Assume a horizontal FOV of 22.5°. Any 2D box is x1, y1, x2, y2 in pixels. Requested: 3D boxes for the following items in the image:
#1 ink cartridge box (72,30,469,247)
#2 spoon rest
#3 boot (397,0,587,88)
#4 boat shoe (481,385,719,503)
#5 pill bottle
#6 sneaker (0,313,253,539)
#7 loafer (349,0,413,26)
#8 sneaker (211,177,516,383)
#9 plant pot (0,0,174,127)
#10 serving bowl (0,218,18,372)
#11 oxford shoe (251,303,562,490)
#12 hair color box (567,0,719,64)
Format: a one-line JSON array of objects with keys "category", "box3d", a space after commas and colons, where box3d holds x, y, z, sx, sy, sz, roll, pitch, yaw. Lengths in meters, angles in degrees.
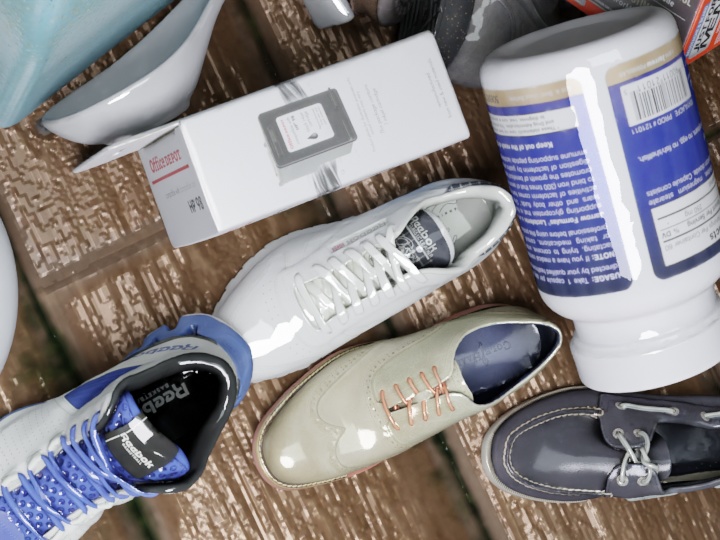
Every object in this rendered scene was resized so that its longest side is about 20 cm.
[{"category": "ink cartridge box", "box3d": [-0.053, -0.066, 1.035, 0.199, 0.116, 0.067, -22, 93, -18]}, {"category": "spoon rest", "box3d": [-0.098, -0.130, 1.044, 0.200, 0.099, 0.061, -32, 106, -29]}, {"category": "boot", "box3d": [0.105, -0.195, 1.134, 0.131, 0.070, 0.201, 18, 84, -24]}, {"category": "boat shoe", "box3d": [0.174, 0.106, 1.123, 0.199, 0.063, 0.073, -1, 86, -19]}, {"category": "pill bottle", "box3d": [0.146, -0.040, 1.036, 0.115, 0.116, 0.201, -21, 105, -19]}, {"category": "sneaker", "box3d": [-0.143, 0.097, 0.978, 0.199, 0.115, 0.081, -37, 97, -3]}, {"category": "loafer", "box3d": [0.000, -0.240, 1.095, 0.071, 0.073, 0.201, -3, 72, 6]}, {"category": "sneaker", "box3d": [0.000, 0.000, 1.066, 0.200, 0.080, 0.077, -32, 98, -16]}, {"category": "plant pot", "box3d": [-0.165, -0.223, 0.967, 0.196, 0.200, 0.197, -41, 99, -18]}, {"category": "serving bowl", "box3d": [-0.280, 0.011, 0.978, 0.199, 0.066, 0.201, 2, 84, -18]}, {"category": "oxford shoe", "box3d": [0.028, 0.069, 1.071, 0.199, 0.074, 0.071, -28, 94, -19]}, {"category": "hair color box", "box3d": [0.216, -0.207, 1.111, 0.111, 0.064, 0.200, 39, 49, 24]}]
